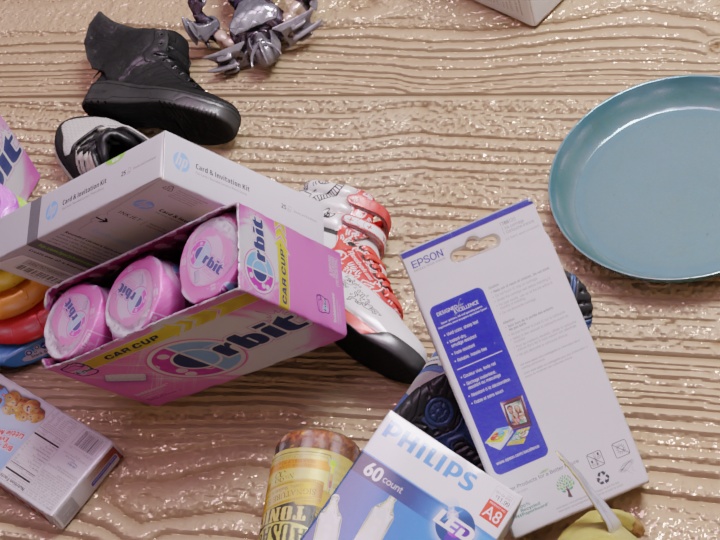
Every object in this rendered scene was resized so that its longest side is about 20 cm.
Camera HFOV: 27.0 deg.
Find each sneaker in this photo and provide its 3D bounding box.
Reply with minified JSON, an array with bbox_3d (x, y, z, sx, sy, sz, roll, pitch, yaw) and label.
[{"bbox_3d":[-0.176,-0.176,1.341,0.198,0.060,0.105,9,61,30],"label":"sneaker"},{"bbox_3d":[-0.203,-0.097,1.269,0.076,0.088,0.199,-44,50,-15],"label":"sneaker"},{"bbox_3d":[0.080,0.081,1.045,0.200,0.076,0.077,-43,10,-4],"label":"sneaker"},{"bbox_3d":[-0.001,-0.001,1.130,0.200,0.067,0.108,30,69,38],"label":"sneaker"}]

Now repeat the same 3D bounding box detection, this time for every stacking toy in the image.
[{"bbox_3d":[-0.289,-0.028,1.168,0.115,0.201,0.110,-26,48,-4],"label":"stacking toy"}]

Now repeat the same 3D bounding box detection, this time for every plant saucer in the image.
[{"bbox_3d":[0.241,-0.066,1.124,0.198,0.028,0.202,-10,50,13],"label":"plant saucer"}]

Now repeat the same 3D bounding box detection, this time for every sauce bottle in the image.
[{"bbox_3d":[-0.039,0.204,0.980,0.065,0.066,0.202,-5,53,16],"label":"sauce bottle"}]

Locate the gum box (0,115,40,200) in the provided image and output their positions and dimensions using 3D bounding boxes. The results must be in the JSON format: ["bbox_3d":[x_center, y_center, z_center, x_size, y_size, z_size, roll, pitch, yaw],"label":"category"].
[{"bbox_3d":[-0.358,-0.053,1.271,0.065,0.114,0.201,6,55,24],"label":"gum box"}]

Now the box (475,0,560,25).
[{"bbox_3d":[0.119,-0.332,1.330,0.199,0.107,0.152,31,68,36],"label":"box"}]

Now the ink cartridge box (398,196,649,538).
[{"bbox_3d":[0.106,0.063,0.983,0.098,0.039,0.202,-22,90,2],"label":"ink cartridge box"}]

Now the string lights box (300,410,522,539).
[{"bbox_3d":[0.004,0.199,0.914,0.102,0.059,0.201,31,68,13],"label":"string lights box"}]

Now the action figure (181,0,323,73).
[{"bbox_3d":[-0.103,-0.257,1.377,0.129,0.070,0.202,-15,52,1],"label":"action figure"}]

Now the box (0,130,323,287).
[{"bbox_3d":[-0.150,-0.026,1.097,0.199,0.155,0.042,-20,59,39],"label":"box"}]

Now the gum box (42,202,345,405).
[{"bbox_3d":[-0.123,0.031,1.065,0.199,0.113,0.067,-22,60,32],"label":"gum box"}]

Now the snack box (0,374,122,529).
[{"bbox_3d":[-0.275,0.125,1.156,0.199,0.024,0.072,24,64,33],"label":"snack box"}]

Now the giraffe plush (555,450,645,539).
[{"bbox_3d":[0.115,0.233,0.858,0.162,0.172,0.201,-43,59,11],"label":"giraffe plush"}]
